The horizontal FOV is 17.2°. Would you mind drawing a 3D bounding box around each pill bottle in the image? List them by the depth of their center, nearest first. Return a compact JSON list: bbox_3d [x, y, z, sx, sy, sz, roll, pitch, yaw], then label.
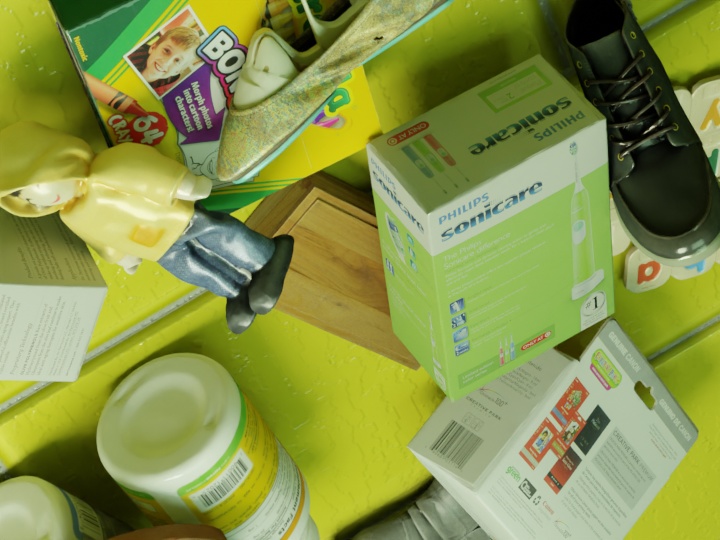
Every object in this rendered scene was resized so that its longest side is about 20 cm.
[{"bbox_3d":[-0.104,0.159,1.751,0.111,0.111,0.200,-32,137,0],"label":"pill bottle"},{"bbox_3d":[-0.199,0.239,1.767,0.114,0.114,0.200,-42,135,11],"label":"pill bottle"}]

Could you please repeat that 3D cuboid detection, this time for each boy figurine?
[{"bbox_3d":[-0.138,-0.036,1.502,0.199,0.065,0.124,28,146,-23],"label":"boy figurine"}]

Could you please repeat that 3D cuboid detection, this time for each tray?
[{"bbox_3d":[0.000,0.000,1.722,0.199,0.037,0.099,24,114,-43],"label":"tray"}]

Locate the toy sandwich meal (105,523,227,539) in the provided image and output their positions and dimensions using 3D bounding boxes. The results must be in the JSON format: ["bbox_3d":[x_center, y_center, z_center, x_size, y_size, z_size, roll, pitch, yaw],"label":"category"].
[{"bbox_3d":[-0.149,0.264,1.687,0.204,0.070,0.206,-17,132,-20],"label":"toy sandwich meal"}]

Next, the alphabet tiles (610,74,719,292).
[{"bbox_3d":[0.259,-0.071,1.820,0.199,0.015,0.196,-17,134,-16],"label":"alphabet tiles"}]

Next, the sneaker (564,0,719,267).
[{"bbox_3d":[0.186,-0.098,1.623,0.074,0.201,0.106,-26,138,9],"label":"sneaker"}]

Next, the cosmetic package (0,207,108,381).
[{"bbox_3d":[-0.275,0.006,1.519,0.199,0.108,0.085,3,127,-30],"label":"cosmetic package"}]

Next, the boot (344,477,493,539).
[{"bbox_3d":[0.062,0.258,1.971,0.131,0.070,0.200,-33,141,-7],"label":"boot"}]

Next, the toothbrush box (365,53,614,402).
[{"bbox_3d":[0.094,-0.027,1.658,0.145,0.086,0.201,-28,142,-16],"label":"toothbrush box"}]

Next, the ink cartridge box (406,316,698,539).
[{"bbox_3d":[0.157,0.135,1.884,0.176,0.084,0.200,-50,138,-9],"label":"ink cartridge box"}]

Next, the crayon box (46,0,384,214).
[{"bbox_3d":[-0.090,-0.132,1.534,0.172,0.058,0.201,-26,137,-7],"label":"crayon box"}]

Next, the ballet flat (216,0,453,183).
[{"bbox_3d":[-0.028,-0.140,1.484,0.200,0.071,0.071,-40,136,5],"label":"ballet flat"}]
